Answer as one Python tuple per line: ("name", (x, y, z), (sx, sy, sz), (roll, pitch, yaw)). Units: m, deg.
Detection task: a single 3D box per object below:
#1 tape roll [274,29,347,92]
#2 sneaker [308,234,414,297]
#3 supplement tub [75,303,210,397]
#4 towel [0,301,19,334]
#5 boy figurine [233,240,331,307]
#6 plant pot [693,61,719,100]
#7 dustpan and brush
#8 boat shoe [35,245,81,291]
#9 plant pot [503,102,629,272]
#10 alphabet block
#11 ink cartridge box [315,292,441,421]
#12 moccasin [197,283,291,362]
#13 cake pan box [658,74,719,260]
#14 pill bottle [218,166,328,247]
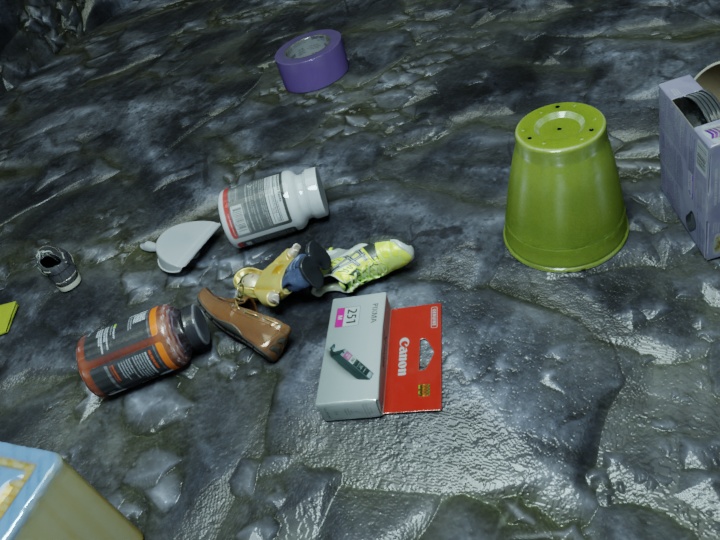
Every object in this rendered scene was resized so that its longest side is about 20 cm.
("tape roll", (-0.135, -0.587, 1.681), (0.194, 0.086, 0.203), (-13, 41, 11))
("sneaker", (0.000, 0.000, 1.006), (0.195, 0.076, 0.078), (-15, 46, 23))
("supplement tub", (-0.349, 0.124, 0.982), (0.195, 0.109, 0.108), (-21, 40, 0))
("towel", (-0.809, 0.125, 1.246), (0.195, 0.018, 0.087), (-16, 46, 4))
("boy figurine", (-0.136, 0.007, 1.012), (0.197, 0.065, 0.126), (-13, 43, 40))
("plant pot", (0.636, -0.234, 0.921), (0.194, 0.191, 0.189), (-11, 39, -11))
("dustpan and brush", (-0.390, -0.051, 1.240), (0.195, 0.058, 0.141), (13, 49, 24))
("boat shoe", (-0.667, -0.023, 1.307), (0.072, 0.064, 0.198), (-39, 44, -21))
("plant pot", (0.309, -0.138, 0.923), (0.195, 0.196, 0.203), (-11, 41, 10))
("alphabet block", (-0.415, 0.339, 0.704), (0.191, 0.203, 0.198), (3, 44, 24))
("ink cartridge box", (0.032, 0.117, 0.879), (0.169, 0.044, 0.203), (-9, 42, 16))
("moccasin", (-0.194, 0.073, 0.988), (0.198, 0.074, 0.079), (22, 70, 39))
("cake pan box", (0.482, -0.152, 0.861), (0.051, 0.203, 0.187), (-15, 38, 12))
("pill bottle", (-0.167, -0.125, 1.168), (0.194, 0.118, 0.117), (-16, 40, 5))
